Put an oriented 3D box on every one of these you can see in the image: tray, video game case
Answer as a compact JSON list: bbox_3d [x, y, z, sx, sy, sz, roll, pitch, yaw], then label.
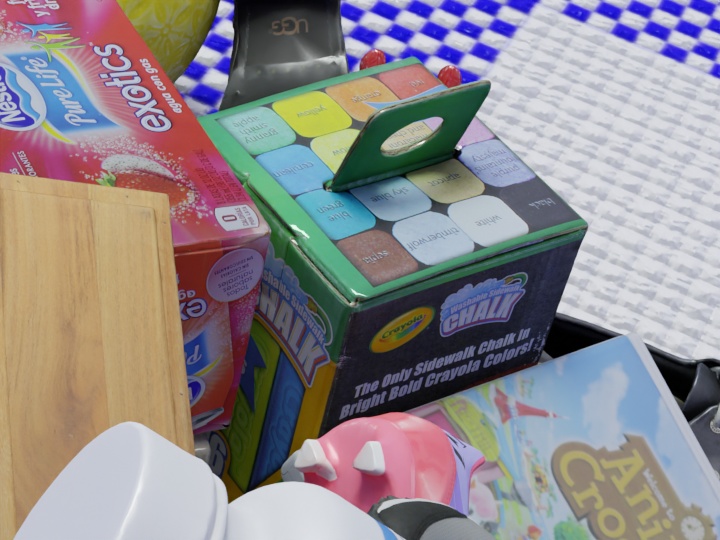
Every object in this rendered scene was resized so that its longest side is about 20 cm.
[{"bbox_3d":[-0.102,0.063,0.690,0.098,0.037,0.201,6,60,-27],"label":"tray"},{"bbox_3d":[0.087,0.135,0.850,0.181,0.022,0.201,-17,71,-34],"label":"video game case"}]

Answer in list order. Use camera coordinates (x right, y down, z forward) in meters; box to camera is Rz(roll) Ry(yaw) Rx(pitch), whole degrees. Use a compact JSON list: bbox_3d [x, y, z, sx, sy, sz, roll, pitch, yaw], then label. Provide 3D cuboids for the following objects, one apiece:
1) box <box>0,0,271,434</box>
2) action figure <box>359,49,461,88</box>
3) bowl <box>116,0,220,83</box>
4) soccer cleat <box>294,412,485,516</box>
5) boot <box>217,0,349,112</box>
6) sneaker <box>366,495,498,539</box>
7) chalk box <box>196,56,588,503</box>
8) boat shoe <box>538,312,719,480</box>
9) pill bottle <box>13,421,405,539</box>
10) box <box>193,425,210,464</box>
[{"bbox_3d":[-0.122,-0.029,0.866,0.095,0.100,0.200,-8,42,-27],"label":"box"},{"bbox_3d":[0.027,-0.056,1.060,0.065,0.099,0.201,10,42,-6],"label":"action figure"},{"bbox_3d":[-0.157,-0.105,1.028,0.199,0.200,0.108,-4,86,-22],"label":"bowl"},{"bbox_3d":[0.006,0.151,0.765,0.066,0.201,0.076,-1,-10,45],"label":"soccer cleat"},{"bbox_3d":[-0.030,-0.109,1.093,0.069,0.201,0.174,4,7,2],"label":"boot"},{"bbox_3d":[0.065,0.134,0.727,0.079,0.200,0.074,-5,56,43],"label":"sneaker"},{"bbox_3d":[0.000,0.000,0.897,0.124,0.201,0.124,-17,48,-34],"label":"chalk box"},{"bbox_3d":[0.150,0.072,0.970,0.199,0.063,0.073,18,39,3],"label":"boat shoe"},{"bbox_3d":[-0.007,0.130,0.613,0.200,0.112,0.113,35,34,-20],"label":"pill bottle"},{"bbox_3d":[-0.166,0.072,0.862,0.199,0.069,0.082,0,40,-18],"label":"box"}]
